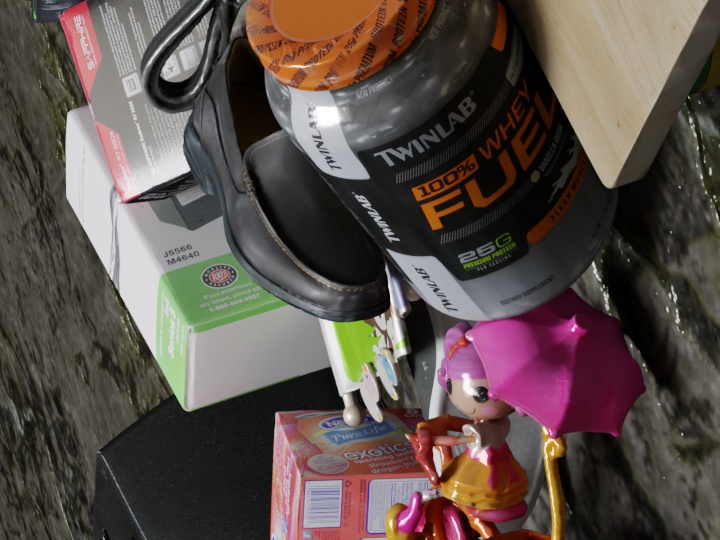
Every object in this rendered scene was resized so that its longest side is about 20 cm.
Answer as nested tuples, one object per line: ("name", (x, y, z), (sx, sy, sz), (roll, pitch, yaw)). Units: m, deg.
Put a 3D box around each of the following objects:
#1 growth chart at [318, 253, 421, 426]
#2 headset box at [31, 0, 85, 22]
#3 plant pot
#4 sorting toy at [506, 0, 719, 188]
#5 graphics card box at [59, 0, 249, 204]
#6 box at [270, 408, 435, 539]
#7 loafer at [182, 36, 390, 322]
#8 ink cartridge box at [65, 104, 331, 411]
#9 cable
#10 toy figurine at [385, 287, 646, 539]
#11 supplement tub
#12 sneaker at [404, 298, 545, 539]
("growth chart", (0.000, 0.000, 1.586), (0.200, 0.018, 0.145), (116, 139, -64))
("headset box", (-0.167, -0.264, 1.786), (0.200, 0.092, 0.175), (120, 146, -78))
("plant pot", (-0.070, 0.179, 1.836), (0.200, 0.177, 0.200), (99, 149, -46))
("sorting toy", (0.122, -0.176, 1.255), (0.201, 0.069, 0.199), (64, 157, 23))
("graphics card box", (-0.073, -0.130, 1.653), (0.199, 0.051, 0.126), (-23, 82, 32))
("box", (0.000, 0.190, 1.681), (0.095, 0.102, 0.201), (-115, 26, -66))
("loafer", (-0.041, -0.049, 1.531), (0.200, 0.072, 0.073), (51, 141, 41))
("ink cartridge box", (-0.082, -0.027, 1.760), (0.200, 0.145, 0.084), (57, 155, 36))
("cable", (-0.063, -0.159, 1.565), (0.200, 0.097, 0.050), (-43, 42, 21))
("toy figurine", (0.081, 0.096, 1.470), (0.200, 0.150, 0.185), (15, 108, 47))
("supplement tub", (0.034, -0.076, 1.367), (0.200, 0.122, 0.123), (49, 180, -43))
("sneaker", (0.052, 0.053, 1.600), (0.099, 0.070, 0.201), (166, 92, -72))
